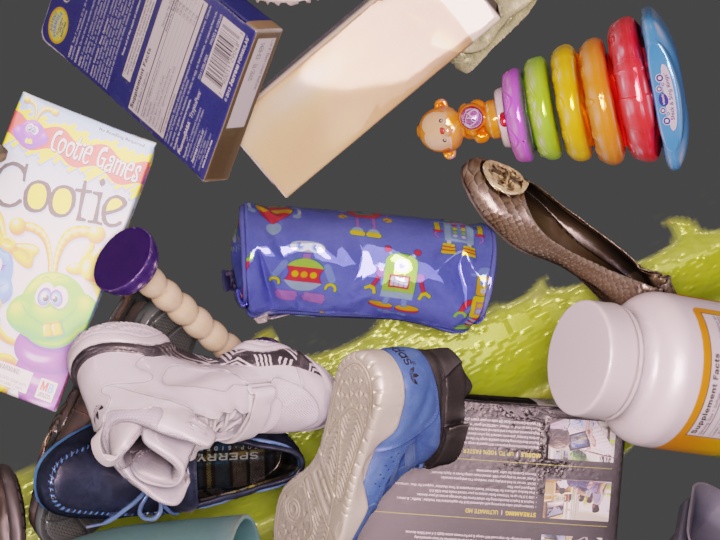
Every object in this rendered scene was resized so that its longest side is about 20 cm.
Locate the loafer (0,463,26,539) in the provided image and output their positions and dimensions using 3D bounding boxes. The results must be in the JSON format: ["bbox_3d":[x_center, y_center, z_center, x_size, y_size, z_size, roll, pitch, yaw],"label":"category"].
[{"bbox_3d":[-0.280,0.238,1.698,0.071,0.073,0.201,6,90,-8],"label":"loafer"}]

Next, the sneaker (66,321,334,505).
[{"bbox_3d":[-0.101,0.105,1.621,0.199,0.115,0.075,12,129,-23],"label":"sneaker"}]

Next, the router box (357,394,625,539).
[{"bbox_3d":[0.090,0.167,1.747,0.199,0.051,0.150,5,92,-6],"label":"router box"}]

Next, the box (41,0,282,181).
[{"bbox_3d":[-0.144,-0.167,1.670,0.200,0.032,0.122,40,122,31],"label":"box"}]

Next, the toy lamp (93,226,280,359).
[{"bbox_3d":[-0.108,0.045,1.680,0.058,0.058,0.200,-52,131,-4],"label":"toy lamp"}]

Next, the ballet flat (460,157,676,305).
[{"bbox_3d":[0.158,-0.022,1.739,0.200,0.067,0.046,39,128,-11],"label":"ballet flat"}]

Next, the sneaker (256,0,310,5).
[{"bbox_3d":[-0.097,-0.263,1.684,0.199,0.100,0.070,23,56,2],"label":"sneaker"}]

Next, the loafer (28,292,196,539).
[{"bbox_3d":[-0.185,0.104,1.724,0.072,0.063,0.201,29,90,-42],"label":"loafer"}]

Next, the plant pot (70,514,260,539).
[{"bbox_3d":[-0.159,0.269,1.657,0.160,0.201,0.202,1,90,8],"label":"plant pot"}]

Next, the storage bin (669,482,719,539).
[{"bbox_3d":[0.276,0.273,1.737,0.200,0.146,0.134,39,114,-5],"label":"storage bin"}]

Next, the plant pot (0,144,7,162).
[{"bbox_3d":[-0.353,-0.012,1.598,0.199,0.200,0.184,11,97,-6],"label":"plant pot"}]

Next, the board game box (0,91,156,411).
[{"bbox_3d":[-0.228,-0.014,1.688,0.104,0.103,0.201,20,88,-6],"label":"board game box"}]

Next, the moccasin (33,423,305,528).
[{"bbox_3d":[-0.132,0.134,1.682,0.199,0.068,0.081,-12,104,-29],"label":"moccasin"}]

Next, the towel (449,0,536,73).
[{"bbox_3d":[0.053,-0.260,1.750,0.200,0.036,0.149,40,86,-5],"label":"towel"}]

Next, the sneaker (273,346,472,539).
[{"bbox_3d":[0.016,0.139,1.676,0.111,0.077,0.201,-4,124,-39],"label":"sneaker"}]

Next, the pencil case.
[{"bbox_3d":[0.000,0.000,1.724,0.199,0.078,0.087,4,90,-6],"label":"pencil case"}]

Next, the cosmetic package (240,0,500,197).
[{"bbox_3d":[0.003,-0.146,1.692,0.200,0.105,0.071,-40,97,10],"label":"cosmetic package"}]

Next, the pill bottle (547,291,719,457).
[{"bbox_3d":[0.239,0.075,1.703,0.199,0.111,0.112,9,89,-27],"label":"pill bottle"}]

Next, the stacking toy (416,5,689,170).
[{"bbox_3d":[0.138,-0.120,1.739,0.199,0.110,0.117,-10,101,9],"label":"stacking toy"}]
